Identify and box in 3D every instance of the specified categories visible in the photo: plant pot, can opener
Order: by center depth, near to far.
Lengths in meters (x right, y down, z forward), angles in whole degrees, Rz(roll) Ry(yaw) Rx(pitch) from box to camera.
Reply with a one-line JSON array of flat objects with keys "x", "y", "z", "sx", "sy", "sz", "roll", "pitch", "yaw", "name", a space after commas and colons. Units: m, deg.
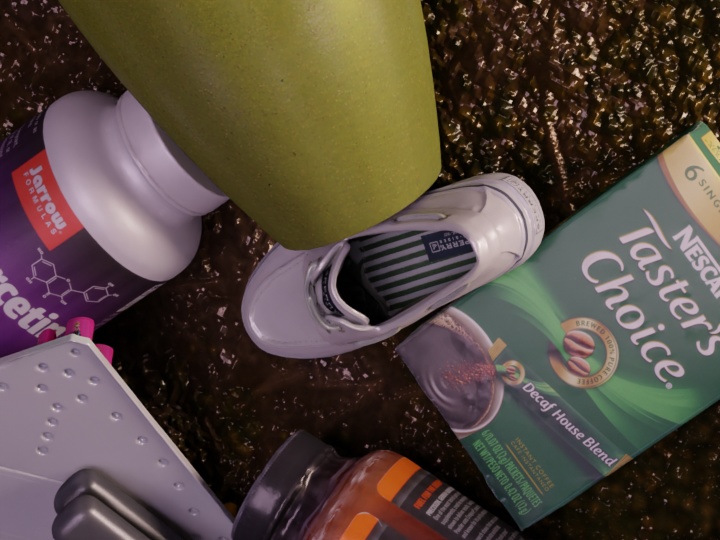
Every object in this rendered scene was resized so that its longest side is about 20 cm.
[{"x": -0.042, "y": -0.119, "z": 1.223, "sx": 0.187, "sy": 0.187, "sz": 0.201, "roll": -20, "pitch": 109, "yaw": 21, "name": "plant pot"}, {"x": -0.093, "y": 0.187, "z": 1.313, "sx": 0.066, "sy": 0.053, "sz": 0.200, "roll": -40, "pitch": 114, "yaw": 12, "name": "can opener"}]

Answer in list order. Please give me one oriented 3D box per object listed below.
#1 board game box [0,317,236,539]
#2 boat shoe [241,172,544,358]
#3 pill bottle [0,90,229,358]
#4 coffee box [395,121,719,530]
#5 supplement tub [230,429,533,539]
[{"x": -0.182, "y": 0.120, "z": 1.330, "sx": 0.199, "sy": 0.026, "sz": 0.200, "roll": -18, "pitch": 129, "yaw": 21, "name": "board game box"}, {"x": 0.000, "y": 0.000, "z": 1.251, "sx": 0.200, "sy": 0.067, "sz": 0.074, "roll": -28, "pitch": 91, "yaw": 39, "name": "boat shoe"}, {"x": -0.164, "y": -0.020, "z": 1.304, "sx": 0.200, "sy": 0.112, "sz": 0.113, "roll": -34, "pitch": 89, "yaw": 22, "name": "pill bottle"}, {"x": 0.129, "y": 0.029, "z": 1.249, "sx": 0.200, "sy": 0.044, "sz": 0.123, "roll": -35, "pitch": 88, "yaw": 22, "name": "coffee box"}, {"x": 0.032, "y": 0.165, "z": 1.278, "sx": 0.200, "sy": 0.107, "sz": 0.107, "roll": 33, "pitch": 110, "yaw": 10, "name": "supplement tub"}]
